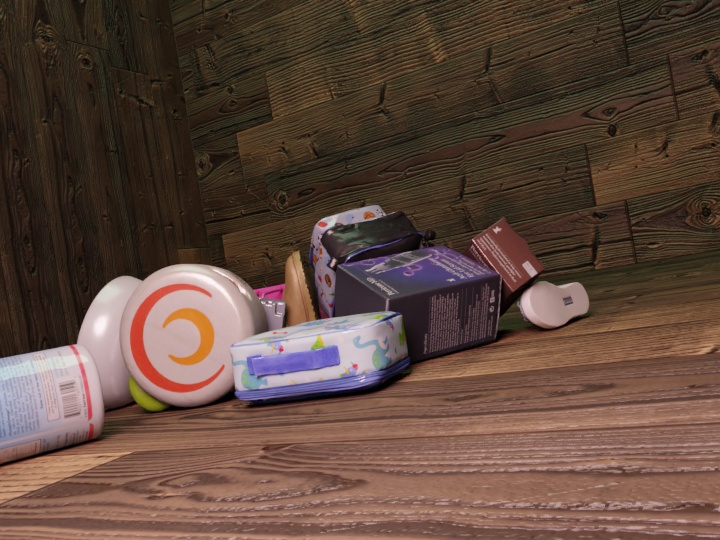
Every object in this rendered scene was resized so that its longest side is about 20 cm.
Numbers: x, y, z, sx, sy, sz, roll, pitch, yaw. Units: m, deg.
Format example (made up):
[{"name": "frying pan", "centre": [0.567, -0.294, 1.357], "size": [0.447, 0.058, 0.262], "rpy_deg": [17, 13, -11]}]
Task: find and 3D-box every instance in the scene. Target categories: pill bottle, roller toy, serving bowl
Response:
[{"name": "pill bottle", "centre": [-0.386, 0.150, 0.755], "size": [0.197, 0.111, 0.108], "rpy_deg": [-9, -1, -35]}, {"name": "roller toy", "centre": [-0.220, 0.084, 0.966], "size": [0.196, 0.186, 0.140], "rpy_deg": [-10, -2, 3]}, {"name": "serving bowl", "centre": [-0.346, 0.114, 1.070], "size": [0.064, 0.204, 0.200], "rpy_deg": [10, 4, 12]}]

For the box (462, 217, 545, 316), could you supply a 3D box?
[{"name": "box", "centre": [0.201, 0.016, 1.108], "size": [0.074, 0.101, 0.201], "rpy_deg": [-31, -17, -21]}]

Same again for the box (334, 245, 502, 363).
[{"name": "box", "centre": [0.080, 0.047, 1.018], "size": [0.197, 0.106, 0.147], "rpy_deg": [-11, 24, -29]}]

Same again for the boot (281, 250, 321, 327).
[{"name": "boot", "centre": [-0.162, 0.076, 1.096], "size": [0.196, 0.179, 0.066], "rpy_deg": [-13, -1, 5]}]

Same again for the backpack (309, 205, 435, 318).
[{"name": "backpack", "centre": [0.000, 0.000, 1.154], "size": [0.197, 0.193, 0.155], "rpy_deg": [-13, 43, -28]}]

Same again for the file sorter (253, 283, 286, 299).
[{"name": "file sorter", "centre": [-0.181, 0.105, 1.206], "size": [0.196, 0.142, 0.125], "rpy_deg": [-10, 0, 13]}]

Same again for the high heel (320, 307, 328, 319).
[{"name": "high heel", "centre": [-0.015, 0.105, 1.349], "size": [0.196, 0.069, 0.097], "rpy_deg": [5, 27, -10]}]

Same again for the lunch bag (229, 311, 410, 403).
[{"name": "lunch bag", "centre": [-0.049, 0.104, 0.850], "size": [0.196, 0.084, 0.160], "rpy_deg": [-11, -2, 19]}]

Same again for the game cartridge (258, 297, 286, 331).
[{"name": "game cartridge", "centre": [-0.213, 0.101, 1.056], "size": [0.196, 0.136, 0.042], "rpy_deg": [7, 12, 2]}]

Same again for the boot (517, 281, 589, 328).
[{"name": "boot", "centre": [0.282, 0.062, 1.116], "size": [0.089, 0.074, 0.198], "rpy_deg": [-21, -15, 39]}]
